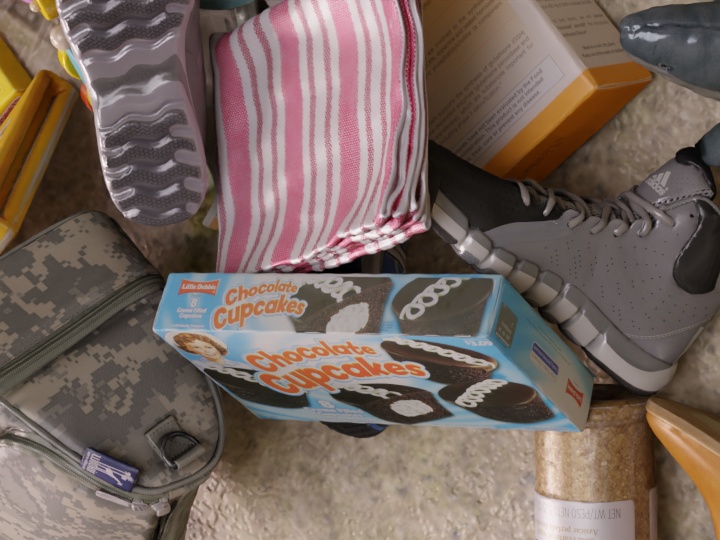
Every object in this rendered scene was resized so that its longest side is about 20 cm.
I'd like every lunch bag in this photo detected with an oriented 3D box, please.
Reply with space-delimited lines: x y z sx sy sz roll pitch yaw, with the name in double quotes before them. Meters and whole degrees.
"lunch bag" -0.153 0.086 1.503 0.168 0.139 0.200 48 155 13

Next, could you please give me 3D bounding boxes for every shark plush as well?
"shark plush" 0.227 -0.097 1.297 0.199 0.083 0.091 12 72 26

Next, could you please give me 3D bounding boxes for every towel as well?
"towel" -0.028 -0.074 1.362 0.200 0.030 0.147 -19 69 56

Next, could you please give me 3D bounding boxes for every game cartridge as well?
"game cartridge" -0.243 -0.004 1.567 0.032 0.177 0.200 35 118 -13

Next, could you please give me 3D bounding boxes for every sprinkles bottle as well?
"sprinkles bottle" 0.125 0.163 1.425 0.068 0.068 0.201 3 99 31

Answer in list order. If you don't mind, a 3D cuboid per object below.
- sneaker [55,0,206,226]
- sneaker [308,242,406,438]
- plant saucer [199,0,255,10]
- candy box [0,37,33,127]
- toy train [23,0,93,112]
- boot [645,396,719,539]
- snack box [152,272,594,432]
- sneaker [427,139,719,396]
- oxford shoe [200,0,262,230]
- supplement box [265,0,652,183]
"sneaker" -0.120 -0.128 1.423 0.074 0.082 0.201 -2 112 -1
"sneaker" 0.000 0.000 1.477 0.075 0.077 0.201 12 122 25
"plant saucer" -0.062 -0.239 1.436 0.200 0.036 0.201 -24 57 42
"candy box" -0.286 -0.153 1.650 0.102 0.026 0.200 -46 74 32
"toy train" -0.161 -0.152 1.538 0.056 0.150 0.200 -33 87 -5
"boot" 0.197 0.172 1.375 0.201 0.071 0.144 35 105 14
"snack box" 0.007 0.042 1.385 0.199 0.116 0.037 0 63 32
"sneaker" 0.115 -0.033 1.359 0.116 0.200 0.075 -46 30 11
"oxford shoe" -0.076 -0.112 1.493 0.057 0.075 0.201 -8 92 1
"supplement box" 0.041 -0.136 1.423 0.126 0.073 0.200 -43 76 29
